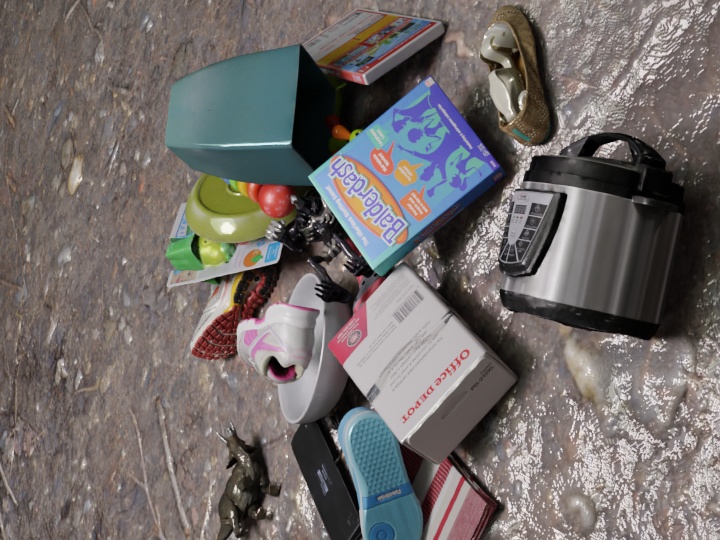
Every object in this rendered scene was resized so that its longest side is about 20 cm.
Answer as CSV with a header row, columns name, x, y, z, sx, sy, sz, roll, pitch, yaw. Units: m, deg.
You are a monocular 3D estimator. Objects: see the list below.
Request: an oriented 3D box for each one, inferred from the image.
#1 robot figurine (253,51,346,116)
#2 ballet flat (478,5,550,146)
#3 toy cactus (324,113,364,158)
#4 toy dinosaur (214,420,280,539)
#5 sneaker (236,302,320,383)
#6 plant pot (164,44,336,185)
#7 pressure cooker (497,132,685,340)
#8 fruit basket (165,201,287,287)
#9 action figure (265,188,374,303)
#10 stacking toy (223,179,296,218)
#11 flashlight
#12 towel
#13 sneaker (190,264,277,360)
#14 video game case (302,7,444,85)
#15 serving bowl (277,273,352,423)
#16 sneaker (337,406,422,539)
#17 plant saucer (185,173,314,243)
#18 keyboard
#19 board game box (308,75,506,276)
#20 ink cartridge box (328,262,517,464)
name,x,y,z,sx,sy,sz,roll,pitch,yaw
robot figurine,-0.109,-0.254,1.813,0.198,0.116,0.177,17,72,40
ballet flat,0.178,-0.243,1.496,0.070,0.065,0.203,-40,52,39
toy cactus,0.035,-0.122,1.638,0.197,0.102,0.168,15,118,28
toy dinosaur,-0.173,0.330,1.819,0.102,0.076,0.204,19,101,64
sneaker,-0.116,0.108,1.651,0.200,0.080,0.090,141,135,-64
plant pot,-0.151,-0.198,1.667,0.197,0.141,0.144,-2,72,20
pressure cooker,0.240,-0.041,1.283,0.173,0.178,0.204,14,92,21
fruit basket,-0.188,-0.066,1.847,0.198,0.094,0.187,-17,42,31
action figure,-0.054,-0.054,1.629,0.118,0.102,0.201,-38,46,6
stacking toy,-0.154,-0.139,1.769,0.200,0.085,0.086,42,114,37
flashlight,0.000,0.000,1.666,0.068,0.067,0.202,-56,43,39
towel,0.082,0.285,1.527,0.200,0.022,0.146,46,119,49
sneaker,-0.198,0.051,1.912,0.201,0.077,0.082,-55,39,14
video game case,0.003,-0.308,1.699,0.199,0.142,0.018,24,144,52
serving bowl,-0.053,0.109,1.689,0.200,0.065,0.204,-170,90,-71
sneaker,0.023,0.262,1.548,0.131,0.078,0.204,-145,45,-80
plant saucer,-0.166,-0.118,1.825,0.200,0.198,0.031,46,160,46
keyboard,-0.034,0.267,1.682,0.128,0.020,0.201,-59,42,32
board game box,0.056,-0.116,1.535,0.199,0.045,0.153,-39,71,7
ink cartridge box,0.072,0.110,1.497,0.145,0.084,0.200,-47,43,5
